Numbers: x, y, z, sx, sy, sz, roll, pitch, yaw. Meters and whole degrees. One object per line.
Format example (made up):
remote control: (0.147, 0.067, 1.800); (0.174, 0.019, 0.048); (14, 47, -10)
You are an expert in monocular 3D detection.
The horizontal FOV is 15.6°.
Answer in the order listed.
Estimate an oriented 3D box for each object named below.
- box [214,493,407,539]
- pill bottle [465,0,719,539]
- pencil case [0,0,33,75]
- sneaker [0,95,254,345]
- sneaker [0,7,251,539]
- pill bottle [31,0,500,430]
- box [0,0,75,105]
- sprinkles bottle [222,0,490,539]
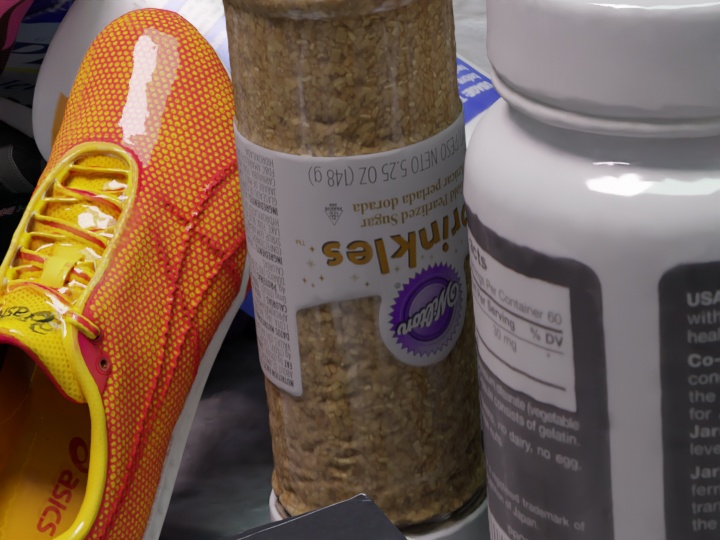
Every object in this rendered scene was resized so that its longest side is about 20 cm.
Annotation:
box: (-0.015, 0.152, 0.539); (0.132, 0.115, 0.200); (-15, 25, -18)
pill bottle: (0.087, 0.008, 0.708); (0.113, 0.200, 0.113); (-4, 25, 2)
pencil case: (-0.153, -0.078, 0.887); (0.091, 0.200, 0.094); (25, 37, -16)
sneaker: (-0.129, -0.010, 0.961); (0.200, 0.076, 0.088); (11, 35, 31)
sneaker: (-0.077, 0.009, 0.782); (0.073, 0.077, 0.200); (1, 68, 19)
pill bottle: (-0.001, -0.027, 0.868); (0.200, 0.112, 0.112); (36, 41, 18)
box: (-0.113, -0.125, 1.028); (0.184, 0.105, 0.200); (-3, -8, -44)
sprinkles bottle: (0.000, 0.000, 0.759); (0.068, 0.200, 0.068); (-4, 25, 2)
